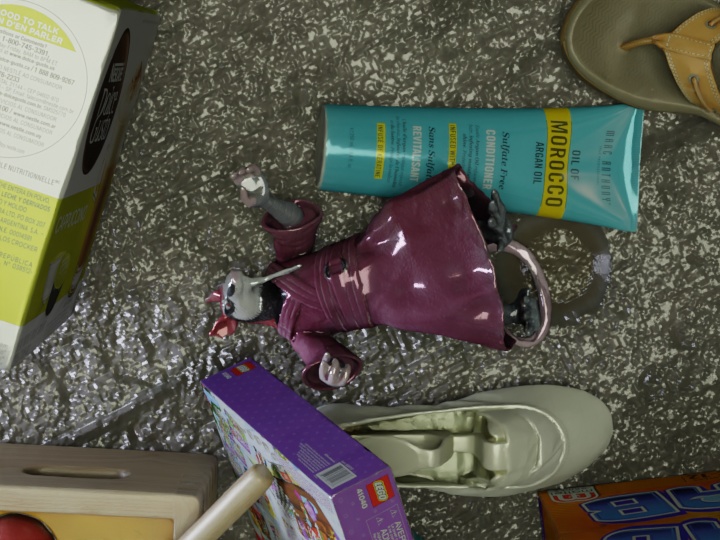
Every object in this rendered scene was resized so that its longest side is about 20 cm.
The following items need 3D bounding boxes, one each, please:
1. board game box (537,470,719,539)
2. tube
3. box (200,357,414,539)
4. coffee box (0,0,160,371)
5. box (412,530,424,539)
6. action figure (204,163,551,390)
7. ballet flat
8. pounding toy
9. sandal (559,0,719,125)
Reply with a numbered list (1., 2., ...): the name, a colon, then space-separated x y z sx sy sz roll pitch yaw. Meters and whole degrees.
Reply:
1. board game box: 0.220 0.238 0.997 0.198 0.200 0.202 -7 98 0
2. tube: 0.073 -0.068 1.035 0.198 0.050 0.078 3 99 -8
3. box: -0.021 0.142 0.966 0.039 0.200 0.138 -24 113 -18
4. coffee box: -0.239 -0.083 0.944 0.199 0.200 0.199 18 96 -3
5. box: -0.011 0.259 1.053 0.049 0.082 0.200 39 95 -7
6. action figure: 0.000 0.000 1.025 0.199 0.149 0.135 -11 86 19
7. ballet flat: 0.059 0.109 1.044 0.198 0.069 0.070 -2 97 -1
8. pounding toy: -0.148 0.184 1.006 0.198 0.142 0.186 3 98 1
9. sandal: 0.217 -0.119 1.019 0.199 0.054 0.081 25 87 -5
